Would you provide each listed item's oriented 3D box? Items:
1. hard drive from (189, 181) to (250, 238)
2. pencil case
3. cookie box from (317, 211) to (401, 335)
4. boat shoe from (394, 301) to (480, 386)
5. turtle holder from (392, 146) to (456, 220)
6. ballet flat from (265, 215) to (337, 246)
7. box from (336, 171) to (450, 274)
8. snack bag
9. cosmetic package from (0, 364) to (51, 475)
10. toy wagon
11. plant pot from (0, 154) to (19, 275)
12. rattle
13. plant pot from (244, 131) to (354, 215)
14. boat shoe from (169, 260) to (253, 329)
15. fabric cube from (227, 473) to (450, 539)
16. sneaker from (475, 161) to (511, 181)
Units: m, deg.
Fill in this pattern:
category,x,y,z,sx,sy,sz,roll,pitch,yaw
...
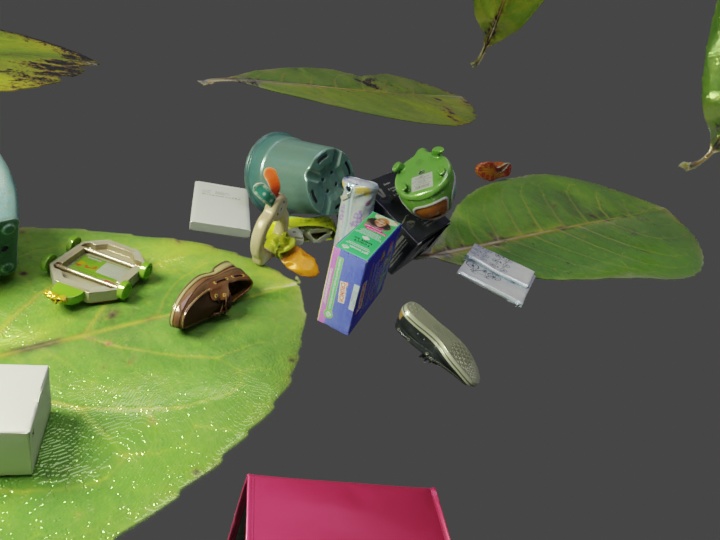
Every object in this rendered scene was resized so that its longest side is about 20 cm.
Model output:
category,x,y,z,sx,sy,sz,roll,pitch,yaw
hard drive,-0.326,-0.145,1.264,0.130,0.027,0.201,8,32,-18
pencil case,-0.014,-0.106,1.203,0.082,0.202,0.091,14,24,12
cookie box,0.000,0.000,1.072,0.075,0.173,0.200,22,31,12
boat shoe,0.145,0.147,1.028,0.200,0.062,0.074,43,31,10
turtle holder,0.148,-0.200,1.254,0.140,0.132,0.186,-35,41,-2
ballet flat,-0.134,-0.088,1.246,0.198,0.067,0.067,-10,54,-40
box,0.084,-0.125,1.316,0.200,0.118,0.196,47,36,9
snack bag,0.352,0.006,1.397,0.187,0.022,0.200,29,33,15
cosmetic package,-0.480,0.172,0.626,0.198,0.086,0.108,7,33,-19
toy wagon,-0.469,0.007,0.936,0.154,0.040,0.201,19,32,1
plant pot,-0.647,-0.082,0.847,0.200,0.197,0.195,40,36,16
rattle,-0.149,-0.090,1.102,0.142,0.202,0.130,35,34,25
plant pot,-0.132,-0.215,1.251,0.195,0.203,0.199,16,22,42
boat shoe,-0.259,0.045,0.957,0.067,0.073,0.200,22,29,10
fabric cube,-0.029,0.337,0.501,0.197,0.202,0.197,10,31,-18
sneaker,0.491,-0.378,2.048,0.199,0.074,0.077,-8,17,-43
